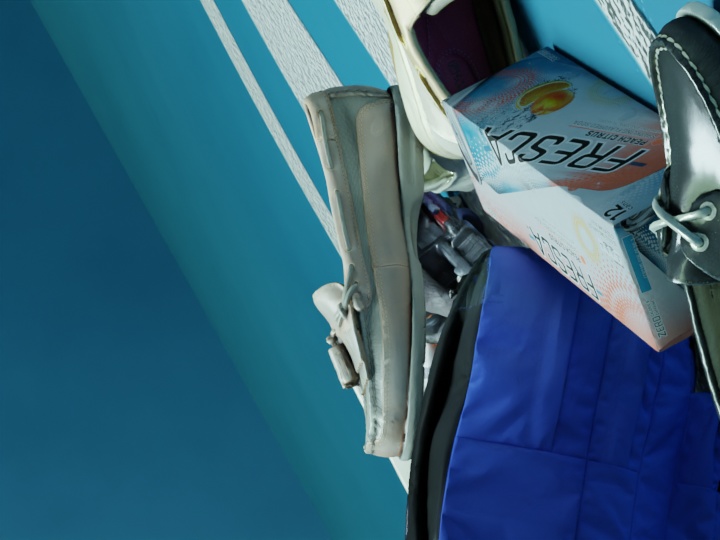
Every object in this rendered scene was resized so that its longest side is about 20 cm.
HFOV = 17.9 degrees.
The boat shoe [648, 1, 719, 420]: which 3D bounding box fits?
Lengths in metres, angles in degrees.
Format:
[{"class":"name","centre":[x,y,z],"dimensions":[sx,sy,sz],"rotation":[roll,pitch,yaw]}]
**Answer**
[{"class":"boat shoe","centre":[0.150,-0.007,0.907],"dimensions":[0.200,0.060,0.076],"rotation":[66,170,-17]}]

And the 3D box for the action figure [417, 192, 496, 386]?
[{"class":"action figure","centre":[0.054,0.027,1.417],"dimensions":[0.194,0.105,0.200],"rotation":[56,177,-21]}]

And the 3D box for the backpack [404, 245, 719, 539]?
[{"class":"backpack","centre":[0.107,0.095,1.128],"dimensions":[0.163,0.168,0.200],"rotation":[102,174,-74]}]

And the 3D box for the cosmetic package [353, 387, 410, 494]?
[{"class":"cosmetic package","centre":[0.077,0.138,1.579],"dimensions":[0.200,0.073,0.104],"rotation":[63,-164,2]}]

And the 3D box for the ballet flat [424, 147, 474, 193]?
[{"class":"ballet flat","centre":[0.042,-0.074,1.300],"dimensions":[0.070,0.069,0.200],"rotation":[63,171,0]}]

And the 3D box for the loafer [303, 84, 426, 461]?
[{"class":"loafer","centre":[0.000,0.000,1.191],"dimensions":[0.072,0.063,0.200],"rotation":[120,151,-75]}]

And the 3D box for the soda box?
[{"class":"soda box","centre":[0.109,-0.037,1.042],"dimensions":[0.068,0.064,0.200],"rotation":[67,169,-26]}]

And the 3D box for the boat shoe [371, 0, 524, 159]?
[{"class":"boat shoe","centre":[0.040,-0.145,1.128],"dimensions":[0.069,0.074,0.200],"rotation":[21,140,59]}]
